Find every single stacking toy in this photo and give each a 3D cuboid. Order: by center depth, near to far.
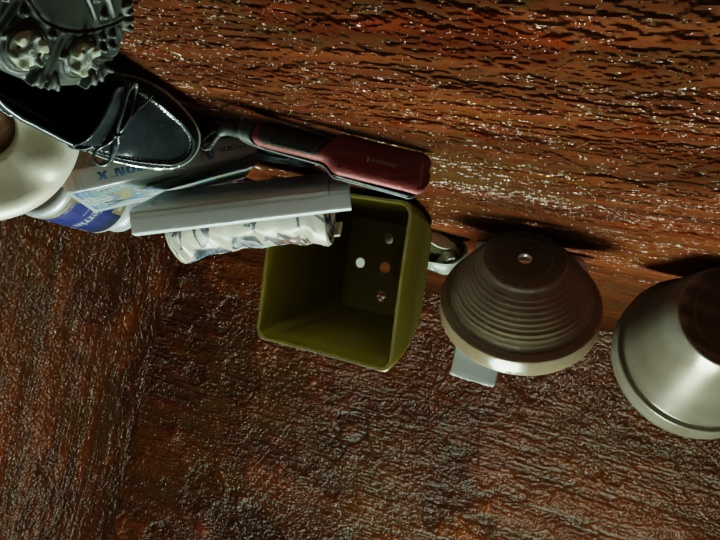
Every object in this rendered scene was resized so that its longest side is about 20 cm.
[{"bbox_3d":[-0.330,-0.140,0.552,0.145,0.148,0.199,16,-166,-44],"label":"stacking toy"}]

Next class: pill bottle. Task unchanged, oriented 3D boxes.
[{"bbox_3d":[-0.427,-0.122,1.017,0.113,0.118,0.200,12,177,15],"label":"pill bottle"}]

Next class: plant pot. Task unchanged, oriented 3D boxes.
[{"bbox_3d":[0.412,0.083,0.779,0.196,0.204,0.174,12,161,15],"label":"plant pot"},{"bbox_3d":[0.196,0.018,0.803,0.197,0.202,0.094,11,136,18],"label":"plant pot"},{"bbox_3d":[0.000,0.000,0.891,0.197,0.204,0.176,11,-172,26],"label":"plant pot"}]

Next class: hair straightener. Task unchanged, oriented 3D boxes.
[{"bbox_3d":[-0.040,-0.095,0.579,0.196,0.042,0.077,8,178,-5],"label":"hair straightener"}]

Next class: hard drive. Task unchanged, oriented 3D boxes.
[{"bbox_3d":[-0.107,-0.069,0.646,0.196,0.027,0.132,-7,-165,0],"label":"hard drive"}]

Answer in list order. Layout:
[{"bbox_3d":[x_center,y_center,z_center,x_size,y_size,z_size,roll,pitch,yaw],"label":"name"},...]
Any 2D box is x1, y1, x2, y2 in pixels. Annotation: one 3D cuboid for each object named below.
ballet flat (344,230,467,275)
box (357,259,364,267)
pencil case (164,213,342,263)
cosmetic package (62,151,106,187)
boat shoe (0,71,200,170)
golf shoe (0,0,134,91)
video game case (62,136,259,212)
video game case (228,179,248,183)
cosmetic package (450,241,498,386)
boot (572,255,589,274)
[{"bbox_3d":[0.069,-0.044,1.005,0.196,0.069,0.064,13,149,-7],"label":"ballet flat"},{"bbox_3d":[-0.029,-0.022,1.556,0.080,0.070,0.200,13,176,-8],"label":"box"},{"bbox_3d":[-0.121,-0.058,0.767,0.196,0.079,0.090,-7,155,3],"label":"pencil case"},{"bbox_3d":[-0.362,-0.142,0.802,0.196,0.073,0.105,12,176,13],"label":"cosmetic package"},{"bbox_3d":[-0.196,-0.118,0.493,0.062,0.075,0.199,45,-168,34],"label":"boat shoe"},{"bbox_3d":[-0.172,-0.142,0.254,0.087,0.078,0.199,33,-177,25],"label":"golf shoe"},{"bbox_3d":[-0.196,-0.097,0.679,0.179,0.022,0.200,-16,-176,-15],"label":"video game case"},{"bbox_3d":[-0.196,-0.111,1.000,0.178,0.037,0.199,15,176,-26],"label":"video game case"},{"bbox_3d":[0.192,0.067,1.011,0.073,0.204,0.102,13,177,14],"label":"cosmetic package"},{"bbox_3d":[0.218,0.040,0.899,0.198,0.075,0.095,-30,170,14],"label":"boot"}]
